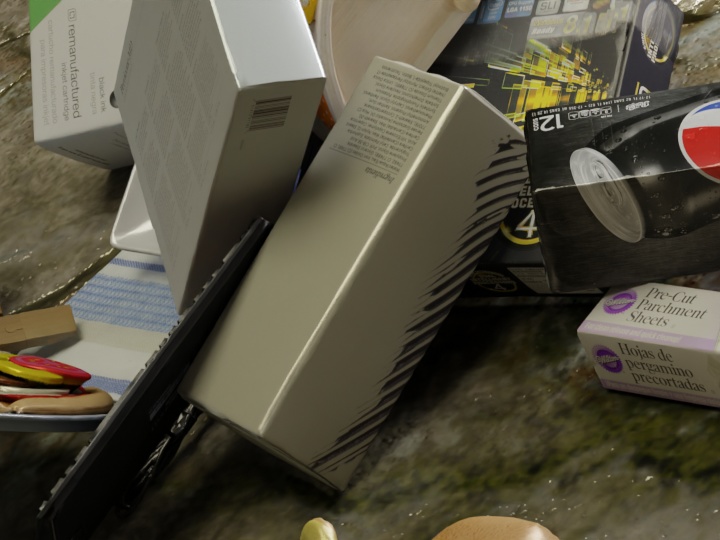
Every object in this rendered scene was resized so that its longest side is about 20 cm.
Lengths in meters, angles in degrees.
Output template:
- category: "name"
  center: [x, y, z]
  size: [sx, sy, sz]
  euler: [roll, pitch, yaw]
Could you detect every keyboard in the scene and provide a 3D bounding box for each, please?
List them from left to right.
- category: "keyboard"
  center: [-0.102, 0.068, 1.450]
  size: [0.021, 0.127, 0.200]
  euler: [30, 65, 14]

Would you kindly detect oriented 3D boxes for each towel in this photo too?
- category: "towel"
  center: [-0.097, 0.011, 1.601]
  size: [0.146, 0.024, 0.200]
  euler: [7, 45, 48]

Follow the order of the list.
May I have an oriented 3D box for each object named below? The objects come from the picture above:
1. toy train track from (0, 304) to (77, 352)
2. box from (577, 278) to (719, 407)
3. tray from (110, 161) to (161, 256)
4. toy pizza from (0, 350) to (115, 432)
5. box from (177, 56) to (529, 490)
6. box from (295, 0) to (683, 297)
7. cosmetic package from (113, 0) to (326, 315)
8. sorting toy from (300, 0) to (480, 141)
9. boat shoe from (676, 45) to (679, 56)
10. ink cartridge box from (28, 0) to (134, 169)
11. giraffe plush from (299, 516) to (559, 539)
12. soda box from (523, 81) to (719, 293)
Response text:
- category: "toy train track"
  center: [-0.223, 0.020, 1.620]
  size: [0.114, 0.033, 0.200]
  euler: [-10, 42, -10]
- category: "box"
  center: [0.188, 0.040, 1.309]
  size: [0.199, 0.039, 0.041]
  euler: [9, 47, 46]
- category: "tray"
  center: [-0.064, -0.096, 1.603]
  size: [0.107, 0.022, 0.201]
  euler: [10, 76, 35]
- category: "toy pizza"
  center: [-0.216, 0.053, 1.447]
  size: [0.199, 0.032, 0.200]
  euler: [6, 2, 0]
- category: "box"
  center: [0.000, 0.000, 1.428]
  size: [0.082, 0.068, 0.201]
  euler: [26, 83, 52]
- category: "box"
  center: [0.061, -0.066, 1.503]
  size: [0.199, 0.049, 0.162]
  euler: [-1, 65, 39]
- category: "cosmetic package"
  center: [-0.076, -0.095, 1.488]
  size: [0.051, 0.200, 0.151]
  euler: [-9, 60, -19]
- category: "sorting toy"
  center: [-0.006, -0.178, 1.537]
  size: [0.200, 0.107, 0.180]
  euler: [-52, 29, -6]
- category: "boat shoe"
  center: [0.094, -0.124, 1.598]
  size: [0.065, 0.073, 0.200]
  euler: [-39, 41, -25]
- category: "ink cartridge box"
  center: [-0.093, -0.153, 1.710]
  size: [0.199, 0.084, 0.147]
  euler: [-12, 75, 29]
- category: "giraffe plush"
  center: [0.046, 0.164, 1.129]
  size: [0.172, 0.163, 0.200]
  euler: [4, 44, 42]
- category: "soda box"
  center: [0.180, -0.046, 1.358]
  size: [0.199, 0.071, 0.064]
  euler: [-9, 41, 6]
